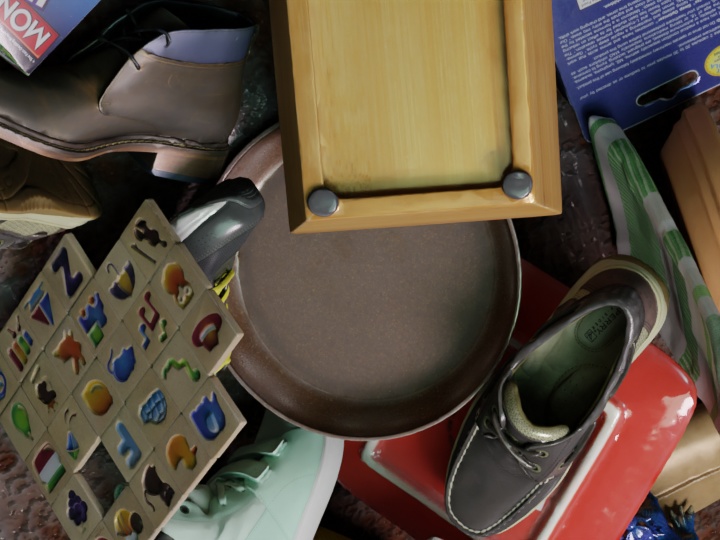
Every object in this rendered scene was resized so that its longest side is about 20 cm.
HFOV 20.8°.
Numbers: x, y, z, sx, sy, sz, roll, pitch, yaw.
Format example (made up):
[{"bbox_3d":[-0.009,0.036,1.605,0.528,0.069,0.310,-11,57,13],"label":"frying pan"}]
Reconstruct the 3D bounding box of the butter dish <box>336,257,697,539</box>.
[{"bbox_3d":[0.106,0.084,1.252,0.199,0.148,0.201,34,114,15],"label":"butter dish"}]

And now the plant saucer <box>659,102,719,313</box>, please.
[{"bbox_3d":[0.222,-0.002,1.193,0.037,0.201,0.201,-18,126,7],"label":"plant saucer"}]

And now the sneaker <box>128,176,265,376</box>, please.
[{"bbox_3d":[-0.101,0.025,1.154,0.085,0.074,0.200,44,128,4],"label":"sneaker"}]

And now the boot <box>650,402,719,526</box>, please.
[{"bbox_3d":[0.238,0.101,1.345,0.199,0.066,0.176,-24,126,0],"label":"boot"}]

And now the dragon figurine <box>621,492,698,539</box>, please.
[{"bbox_3d":[0.207,0.201,1.314,0.059,0.100,0.200,-38,126,15],"label":"dragon figurine"}]

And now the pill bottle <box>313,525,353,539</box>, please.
[{"bbox_3d":[-0.058,0.215,1.297,0.199,0.109,0.109,27,111,-30],"label":"pill bottle"}]

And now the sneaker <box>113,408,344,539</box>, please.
[{"bbox_3d":[-0.083,0.127,1.198,0.118,0.201,0.074,29,145,-22],"label":"sneaker"}]

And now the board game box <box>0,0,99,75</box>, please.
[{"bbox_3d":[-0.203,-0.205,0.971,0.200,0.062,0.200,-46,127,-8],"label":"board game box"}]

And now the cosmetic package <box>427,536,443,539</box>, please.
[{"bbox_3d":[0.016,0.253,1.208,0.105,0.071,0.200,27,130,-29],"label":"cosmetic package"}]

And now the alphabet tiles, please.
[{"bbox_3d":[-0.141,0.062,1.123,0.008,0.168,0.200,-9,145,-48],"label":"alphabet tiles"}]

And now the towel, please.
[{"bbox_3d":[0.187,0.017,1.172,0.023,0.201,0.153,-21,142,1],"label":"towel"}]

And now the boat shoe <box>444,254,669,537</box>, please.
[{"bbox_3d":[0.102,0.078,1.133,0.072,0.066,0.201,40,115,11],"label":"boat shoe"}]

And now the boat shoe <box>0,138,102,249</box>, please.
[{"bbox_3d":[-0.215,-0.041,1.063,0.065,0.073,0.200,-37,158,18],"label":"boat shoe"}]

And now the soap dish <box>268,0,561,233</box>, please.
[{"bbox_3d":[0.028,-0.119,1.072,0.156,0.081,0.201,-4,103,5],"label":"soap dish"}]

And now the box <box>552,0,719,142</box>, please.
[{"bbox_3d":[0.154,-0.179,1.154,0.121,0.032,0.201,-25,125,0],"label":"box"}]

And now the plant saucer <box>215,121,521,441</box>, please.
[{"bbox_3d":[0.000,0.000,1.170,0.199,0.032,0.202,3,101,14],"label":"plant saucer"}]

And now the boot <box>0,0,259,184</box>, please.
[{"bbox_3d":[-0.143,-0.113,1.074,0.199,0.075,0.097,8,111,-46],"label":"boot"}]
